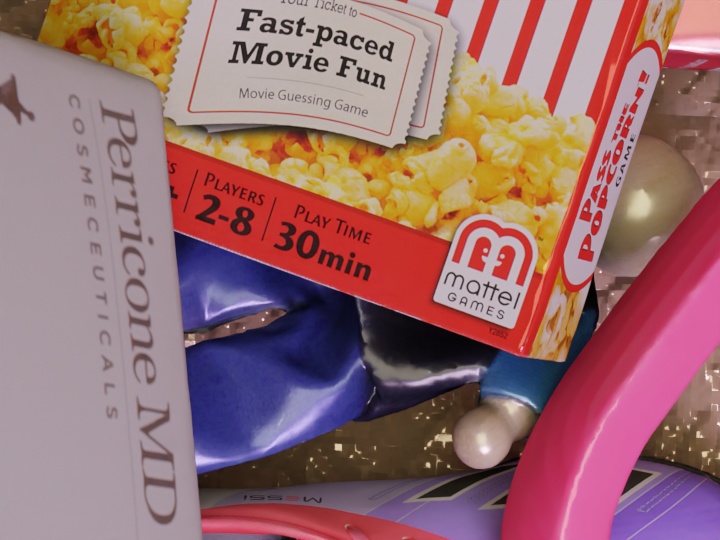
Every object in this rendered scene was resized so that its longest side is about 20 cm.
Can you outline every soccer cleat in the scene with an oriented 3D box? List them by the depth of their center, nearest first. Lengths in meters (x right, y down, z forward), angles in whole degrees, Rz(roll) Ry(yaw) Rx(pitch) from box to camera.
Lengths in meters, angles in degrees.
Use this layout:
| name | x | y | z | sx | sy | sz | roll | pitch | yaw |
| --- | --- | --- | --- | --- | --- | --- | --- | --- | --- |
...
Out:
| name | x | y | z | sx | sy | sz | roll | pitch | yaw |
| --- | --- | --- | --- | --- | --- | --- | --- | --- | --- |
| soccer cleat | 0.013 | 0.086 | 0.807 | 0.200 | 0.073 | 0.068 | -2 | 90 | -4 |

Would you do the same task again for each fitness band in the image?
| name | x | y | z | sx | sy | sz | roll | pitch | yaw |
| --- | --- | --- | --- | --- | --- | --- | --- | --- | --- |
| fitness band | 0.122 | 0.051 | 0.801 | 0.144 | 0.037 | 0.200 | 45 | 74 | -26 |

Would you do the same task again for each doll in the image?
| name | x | y | z | sx | sy | sz | roll | pitch | yaw |
| --- | --- | --- | --- | --- | --- | --- | --- | --- | --- |
| doll | 0.000 | 0.000 | 0.809 | 0.200 | 0.048 | 0.137 | -16 | 62 | -11 |

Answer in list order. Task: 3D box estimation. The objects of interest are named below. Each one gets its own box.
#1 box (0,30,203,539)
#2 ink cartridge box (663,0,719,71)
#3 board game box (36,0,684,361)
| name | x | y | z | sx | sy | sz | roll | pitch | yaw |
| --- | --- | --- | --- | --- | --- | --- | --- | --- | --- |
| box | -0.162 | 0.055 | 0.692 | 0.200 | 0.171 | 0.199 | -16 | 73 | 31 |
| ink cartridge box | 0.154 | -0.123 | 0.812 | 0.200 | 0.083 | 0.147 | 5 | 90 | -3 |
| board game box | 0.011 | -0.095 | 0.754 | 0.151 | 0.046 | 0.200 | 19 | 93 | 19 |
